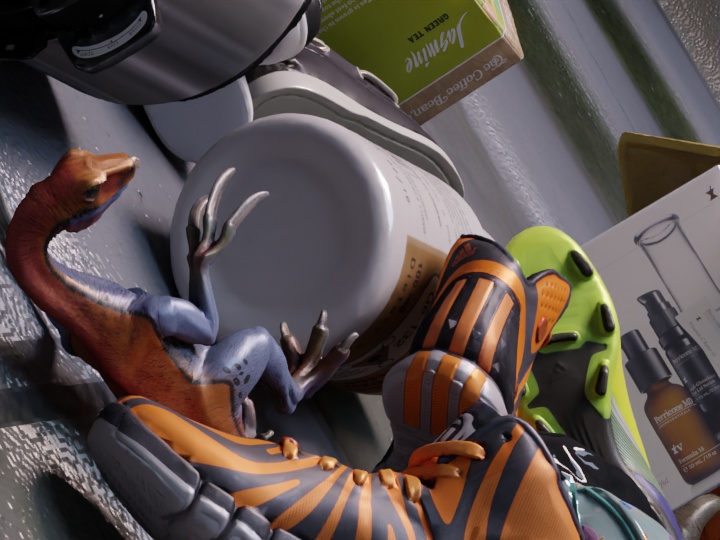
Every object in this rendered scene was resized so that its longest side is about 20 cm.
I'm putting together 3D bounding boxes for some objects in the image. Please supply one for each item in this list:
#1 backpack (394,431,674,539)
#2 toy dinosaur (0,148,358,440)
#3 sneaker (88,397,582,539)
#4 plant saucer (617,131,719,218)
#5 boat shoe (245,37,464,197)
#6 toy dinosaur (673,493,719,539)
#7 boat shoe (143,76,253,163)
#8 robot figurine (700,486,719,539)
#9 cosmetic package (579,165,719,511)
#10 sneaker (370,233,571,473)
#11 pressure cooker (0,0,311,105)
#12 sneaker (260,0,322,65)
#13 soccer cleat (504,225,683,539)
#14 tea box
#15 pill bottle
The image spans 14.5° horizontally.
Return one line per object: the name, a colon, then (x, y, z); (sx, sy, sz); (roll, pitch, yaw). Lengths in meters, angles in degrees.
backpack: (0.095, 0.180, 1.198); (0.167, 0.126, 0.201); (42, 28, -50)
toy dinosaur: (-0.070, 0.029, 1.103); (0.181, 0.105, 0.201); (23, 40, -61)
sneaker: (-0.001, 0.086, 1.081); (0.200, 0.112, 0.078); (36, -17, -9)
plant saucer: (0.244, 0.018, 1.606); (0.200, 0.048, 0.201); (14, -58, 51)
boat shoe: (-0.011, -0.080, 1.579); (0.200, 0.074, 0.061); (26, 38, -49)
toy dinosaur: (0.115, 0.147, 1.464); (0.199, 0.077, 0.103); (12, 51, -40)
boat shoe: (-0.103, -0.148, 1.378); (0.057, 0.068, 0.201); (-98, 171, -66)
robot figurine: (0.211, 0.198, 1.642); (0.116, 0.144, 0.201); (0, 56, -47)
cosmetic package: (0.149, 0.058, 1.549); (0.151, 0.199, 0.052); (59, 1, 9)
sneaker: (0.057, 0.059, 1.304); (0.077, 0.112, 0.200); (23, -31, 8)
pressure cooker: (-0.120, -0.169, 1.205); (0.175, 0.180, 0.200); (21, -2, 27)
sneaker: (-0.031, -0.164, 1.455); (0.200, 0.111, 0.073); (31, -38, 67)
soccer cleat: (0.105, 0.079, 1.375); (0.084, 0.064, 0.201); (126, -54, -82)
tea box: (-0.021, -0.204, 1.662); (0.197, 0.133, 0.200); (49, 17, -32)
pill bottle: (0.000, 0.000, 1.359); (0.115, 0.114, 0.200); (63, 16, 20)
